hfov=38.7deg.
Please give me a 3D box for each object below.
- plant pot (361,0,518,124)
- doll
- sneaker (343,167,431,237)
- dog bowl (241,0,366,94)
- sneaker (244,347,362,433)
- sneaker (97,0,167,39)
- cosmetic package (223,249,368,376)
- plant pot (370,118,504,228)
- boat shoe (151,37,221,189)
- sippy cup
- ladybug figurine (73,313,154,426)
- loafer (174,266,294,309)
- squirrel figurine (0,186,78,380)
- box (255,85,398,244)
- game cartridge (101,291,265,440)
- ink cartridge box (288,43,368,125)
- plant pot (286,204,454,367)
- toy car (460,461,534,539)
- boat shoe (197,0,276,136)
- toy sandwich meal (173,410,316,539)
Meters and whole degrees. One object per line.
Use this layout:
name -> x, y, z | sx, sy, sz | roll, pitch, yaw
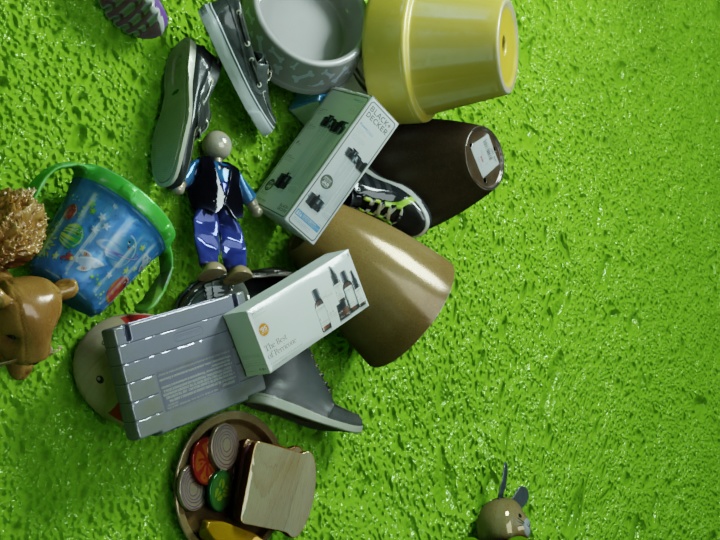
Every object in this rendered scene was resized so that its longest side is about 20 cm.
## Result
plant pot -> 0.121, -0.313, 1.454 | 0.200, 0.185, 0.205 | 1, 90, -69
doll -> -0.179, -0.084, 1.317 | 0.135, 0.048, 0.204 | 9, 64, -40
sneaker -> 0.007, -0.100, 1.468 | 0.198, 0.072, 0.083 | 33, 39, 5
dog bowl -> -0.076, -0.348, 1.419 | 0.196, 0.059, 0.204 | 9, 68, -22
sneaker -> -0.063, 0.155, 1.398 | 0.198, 0.074, 0.108 | 27, 68, -39
sneaker -> -0.295, -0.378, 1.240 | 0.201, 0.080, 0.089 | 53, 44, -25
cosmetic package -> -0.076, 0.049, 1.279 | 0.199, 0.050, 0.084 | -33, 104, -45
plant pot -> 0.111, -0.152, 1.535 | 0.185, 0.198, 0.191 | 9, 77, -44
boat shoe -> -0.215, -0.193, 1.293 | 0.067, 0.071, 0.204 | 27, 61, -43
sippy cup -> -0.299, -0.027, 1.153 | 0.176, 0.140, 0.131 | 34, 68, -1
ladybug figurine -> -0.243, 0.120, 1.220 | 0.198, 0.071, 0.139 | 12, 75, -44
loafer -> -0.150, 0.030, 1.336 | 0.198, 0.062, 0.073 | -18, 97, -46
squirrel figurine -> -0.370, 0.016, 1.022 | 0.140, 0.185, 0.205 | -1, 84, -45
box -> -0.049, -0.145, 1.377 | 0.060, 0.116, 0.202 | 39, 82, -34
game cartridge -> -0.201, 0.109, 1.190 | 0.198, 0.038, 0.132 | -16, 98, -48
ink cartridge box -> -0.014, -0.283, 1.518 | 0.116, 0.067, 0.203 | 43, 56, -34
plant pot -> 0.000, 0.000, 1.431 | 0.199, 0.185, 0.188 | 40, 57, -18
toy car -> 0.245, 0.420, 1.642 | 0.165, 0.155, 0.203 | 55, 37, -40
boat shoe -> -0.147, -0.266, 1.344 | 0.056, 0.069, 0.202 | -26, 130, -1
toy sandwich meal -> -0.145, 0.276, 1.300 | 0.203, 0.069, 0.210 | 8, 78, -45
